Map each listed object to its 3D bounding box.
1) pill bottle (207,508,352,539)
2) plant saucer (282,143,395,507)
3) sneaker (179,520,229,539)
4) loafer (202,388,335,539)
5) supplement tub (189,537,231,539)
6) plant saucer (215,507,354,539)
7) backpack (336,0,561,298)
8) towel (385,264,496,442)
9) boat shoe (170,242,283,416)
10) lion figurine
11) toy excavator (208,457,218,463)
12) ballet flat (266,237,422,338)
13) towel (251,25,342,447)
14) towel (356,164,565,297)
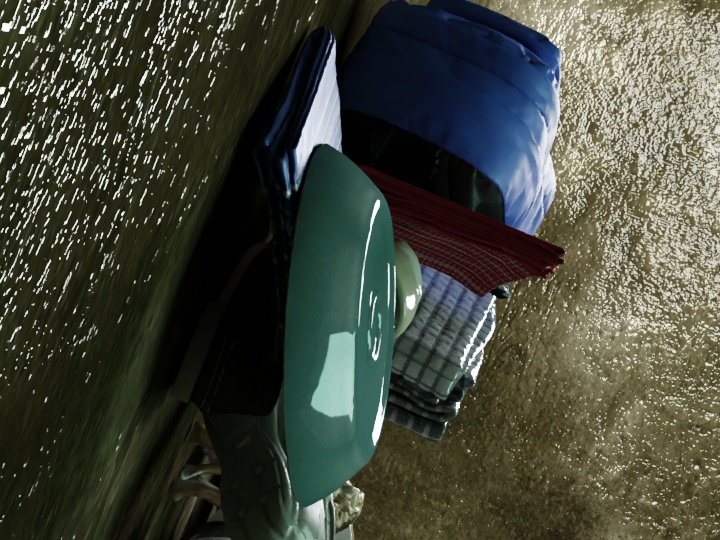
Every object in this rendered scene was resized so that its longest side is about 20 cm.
[{"bbox_3d":[-0.079,0.237,1.694,0.113,0.113,0.200,-66,-175,-32],"label":"pill bottle"},{"bbox_3d":[-0.008,0.031,1.211,0.200,0.036,0.200,4,90,-82],"label":"plant saucer"},{"bbox_3d":[-0.136,0.257,1.609,0.080,0.074,0.200,-95,-153,-62],"label":"sneaker"},{"bbox_3d":[-0.053,0.108,1.364,0.070,0.070,0.200,-29,-139,22],"label":"loafer"},{"bbox_3d":[-0.094,0.240,1.349,0.200,0.145,0.146,20,92,-87],"label":"supplement tub"},{"bbox_3d":[-0.070,0.230,1.850,0.200,0.037,0.201,9,-80,59],"label":"plant saucer"},{"bbox_3d":[0.056,-0.104,1.508,0.200,0.162,0.168,74,39,-70],"label":"backpack"},{"bbox_3d":[0.008,0.039,1.600,0.086,0.165,0.200,-63,179,22],"label":"towel"},{"bbox_3d":[-0.060,0.040,1.314,0.200,0.063,0.073,-60,171,-71],"label":"boat shoe"},{"bbox_3d":[-0.062,0.153,1.527,0.200,0.122,0.073,-13,125,-86],"label":"lion figurine"},{"bbox_3d":[-0.049,0.076,1.710,0.195,0.100,0.200,-67,163,-8],"label":"toy excavator"},{"bbox_3d":[0.000,0.000,1.392,0.200,0.069,0.070,16,-97,62],"label":"ballet flat"},{"bbox_3d":[-0.030,-0.019,1.236,0.145,0.024,0.200,-73,164,-55],"label":"towel"},{"bbox_3d":[0.040,-0.022,1.393,0.200,0.144,0.023,156,-43,-80],"label":"towel"}]
